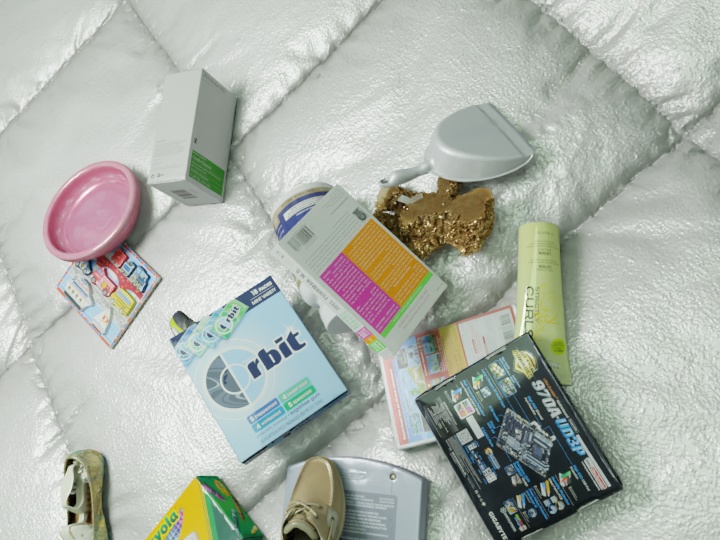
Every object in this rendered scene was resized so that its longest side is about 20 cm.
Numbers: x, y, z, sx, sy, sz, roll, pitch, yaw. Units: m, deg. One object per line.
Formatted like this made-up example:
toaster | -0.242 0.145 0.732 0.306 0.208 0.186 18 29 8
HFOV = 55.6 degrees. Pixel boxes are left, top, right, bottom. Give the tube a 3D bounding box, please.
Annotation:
tube | 0.225 0.040 0.851 0.058 0.052 0.201 -8 72 38

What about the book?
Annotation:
book | 0.000 0.000 0.879 0.200 0.048 0.134 44 55 -4

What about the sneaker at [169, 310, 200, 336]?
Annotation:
sneaker | -0.203 0.102 1.036 0.199 0.074 0.081 24 79 23

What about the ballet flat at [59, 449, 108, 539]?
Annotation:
ballet flat | -0.433 0.379 1.057 0.070 0.071 0.201 -18 67 20

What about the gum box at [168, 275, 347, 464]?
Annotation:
gum box | -0.142 0.135 0.949 0.170 0.045 0.200 -33 74 -11

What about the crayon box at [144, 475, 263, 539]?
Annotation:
crayon box | -0.243 0.405 0.959 0.119 0.058 0.200 40 94 30

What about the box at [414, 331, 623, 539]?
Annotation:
box | 0.180 0.197 0.796 0.159 0.046 0.201 -33 78 13

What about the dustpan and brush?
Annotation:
dustpan and brush | 0.117 -0.157 0.934 0.199 0.057 0.140 -15 48 -17

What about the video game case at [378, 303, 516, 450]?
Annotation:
video game case | 0.126 0.139 0.886 0.199 0.017 0.144 -19 67 19

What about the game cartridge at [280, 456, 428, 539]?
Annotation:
game cartridge | -0.009 0.312 0.888 0.199 0.040 0.134 -2 77 26

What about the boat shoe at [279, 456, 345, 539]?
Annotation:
boat shoe | -0.063 0.311 0.825 0.072 0.065 0.201 -2 48 13

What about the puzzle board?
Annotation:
puzzle board | -0.452 0.021 1.208 0.200 0.017 0.151 36 92 31

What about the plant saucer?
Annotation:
plant saucer | -0.474 -0.100 1.224 0.200 0.051 0.201 -10 61 18

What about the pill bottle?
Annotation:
pill bottle | -0.046 -0.016 0.965 0.111 0.111 0.201 -32 63 14

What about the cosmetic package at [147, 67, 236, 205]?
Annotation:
cosmetic package | -0.281 -0.222 1.149 0.084 0.108 0.201 -2 75 25

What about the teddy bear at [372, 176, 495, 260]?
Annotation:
teddy bear | 0.095 -0.071 0.947 0.199 0.067 0.146 -8 53 25
